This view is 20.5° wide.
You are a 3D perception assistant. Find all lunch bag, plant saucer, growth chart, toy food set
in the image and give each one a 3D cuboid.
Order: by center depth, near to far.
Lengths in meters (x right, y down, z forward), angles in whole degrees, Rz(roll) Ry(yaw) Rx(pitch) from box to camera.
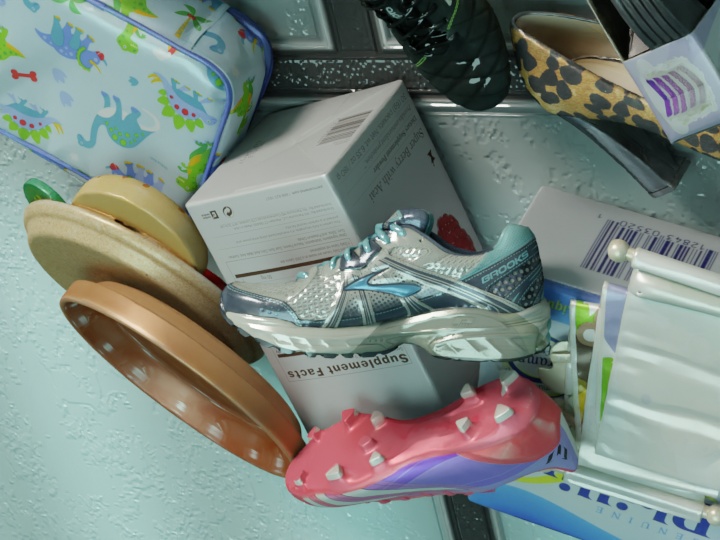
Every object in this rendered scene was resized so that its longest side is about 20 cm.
[{"bbox_3d":[0.176,0.070,1.182,0.144,0.018,0.201,23,131,14],"label":"growth chart"},{"bbox_3d":[-0.167,-0.132,1.323,0.199,0.083,0.162,29,132,7],"label":"lunch bag"},{"bbox_3d":[-0.115,0.069,1.342,0.199,0.032,0.200,34,165,10],"label":"plant saucer"},{"bbox_3d":[-0.149,0.002,1.372,0.197,0.049,0.200,7,152,49],"label":"toy food set"}]

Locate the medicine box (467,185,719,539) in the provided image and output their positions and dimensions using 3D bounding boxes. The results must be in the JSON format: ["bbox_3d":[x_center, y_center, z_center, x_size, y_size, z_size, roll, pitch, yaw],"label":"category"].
[{"bbox_3d":[0.174,0.074,1.268,0.181,0.103,0.201,17,129,18],"label":"medicine box"}]

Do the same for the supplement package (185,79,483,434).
[{"bbox_3d":[0.000,0.000,1.299,0.119,0.121,0.201,-10,118,35],"label":"supplement package"}]

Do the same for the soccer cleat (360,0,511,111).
[{"bbox_3d":[0.019,-0.169,1.150,0.067,0.081,0.201,-18,113,37],"label":"soccer cleat"}]

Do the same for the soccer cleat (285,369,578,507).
[{"bbox_3d":[0.041,0.120,1.243,0.199,0.067,0.077,-21,125,32],"label":"soccer cleat"}]

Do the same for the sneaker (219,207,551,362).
[{"bbox_3d":[0.015,0.004,1.185,0.198,0.078,0.087,0,98,4],"label":"sneaker"}]

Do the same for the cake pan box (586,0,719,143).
[{"bbox_3d":[0.161,-0.189,1.015,0.052,0.200,0.185,-21,109,41],"label":"cake pan box"}]

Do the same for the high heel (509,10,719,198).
[{"bbox_3d":[0.178,-0.127,1.135,0.142,0.072,0.200,41,142,-12],"label":"high heel"}]
